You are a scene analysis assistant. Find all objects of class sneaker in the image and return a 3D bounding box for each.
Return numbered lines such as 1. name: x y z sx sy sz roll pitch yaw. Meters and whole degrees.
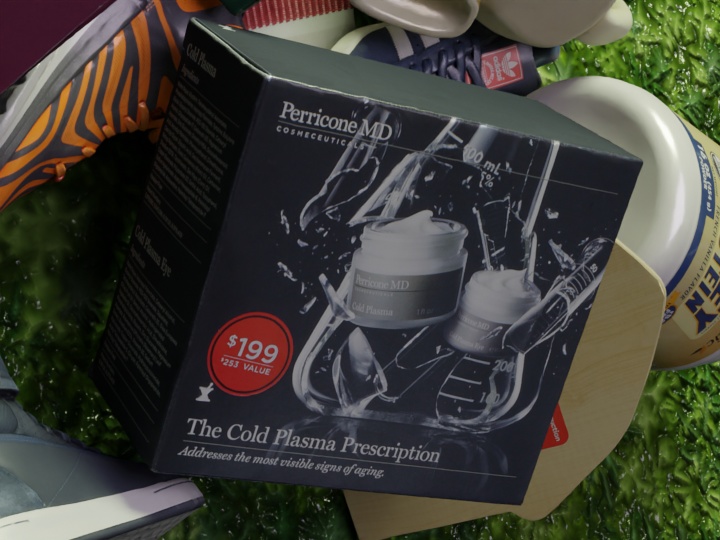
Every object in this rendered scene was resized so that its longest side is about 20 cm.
1. sneaker: -0.118 -0.069 0.779 0.112 0.078 0.200 42 78 -28
2. sneaker: -0.156 0.071 0.741 0.146 0.077 0.202 57 17 15
3. sneaker: 0.049 -0.109 0.925 0.200 0.084 0.075 -43 128 -49

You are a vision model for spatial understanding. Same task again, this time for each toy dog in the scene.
1. toy dog: 0.080 -0.230 0.908 0.193 0.140 0.200 20 43 -27

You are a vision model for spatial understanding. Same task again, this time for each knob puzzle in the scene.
1. knob puzzle: 0.067 0.036 0.885 0.030 0.219 0.220 -32 105 -72

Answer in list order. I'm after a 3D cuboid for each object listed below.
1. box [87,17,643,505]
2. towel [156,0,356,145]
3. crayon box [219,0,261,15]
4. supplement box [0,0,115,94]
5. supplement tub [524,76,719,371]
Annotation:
1. box: 0.000 0.000 0.773 0.199 0.104 0.183 9 106 -29
2. towel: -0.062 -0.149 0.872 0.144 0.023 0.201 -20 110 -43
3. crayon box: -0.087 -0.233 0.764 0.200 0.051 0.126 49 37 -22
4. supplement box: -0.166 -0.161 0.701 0.110 0.086 0.200 46 14 -25
5. supplement tub: 0.162 -0.020 0.977 0.200 0.144 0.145 20 68 -55
